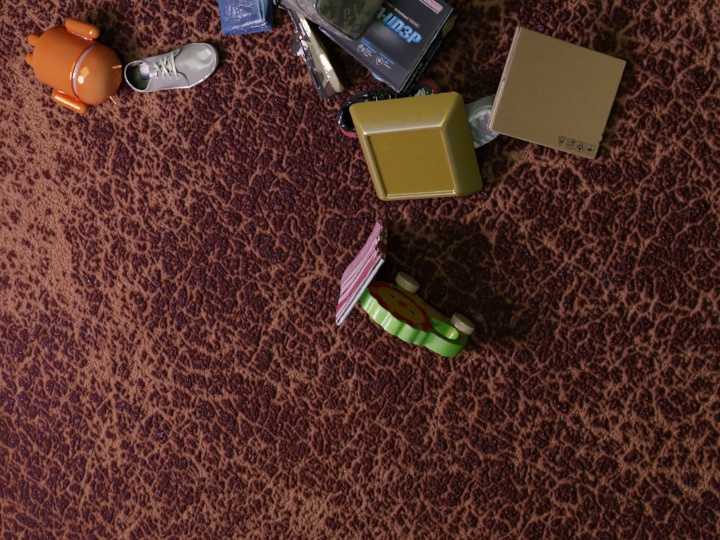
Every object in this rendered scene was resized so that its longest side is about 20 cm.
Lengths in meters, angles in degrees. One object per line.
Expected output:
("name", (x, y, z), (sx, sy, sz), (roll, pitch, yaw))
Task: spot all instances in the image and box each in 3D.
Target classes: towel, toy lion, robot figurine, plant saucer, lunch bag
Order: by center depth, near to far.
("lunch bag", (-0.043, -0.490, 1.350), (0.167, 0.138, 0.203), (39, 104, 42))
("plant saucer", (0.091, -0.191, 1.415), (0.196, 0.049, 0.202), (-2, 133, 21))
("toy lion", (0.091, 0.081, 1.447), (0.198, 0.191, 0.069), (36, 108, 8))
("towel", (0.000, 0.000, 1.461), (0.022, 0.201, 0.145), (31, 107, -8))
("towel", (-0.215, -0.529, 1.510), (0.109, 0.048, 0.205), (-2, 99, 27))
("robot figurine", (-0.538, -0.388, 1.606), (0.197, 0.117, 0.146), (25, 78, 12))

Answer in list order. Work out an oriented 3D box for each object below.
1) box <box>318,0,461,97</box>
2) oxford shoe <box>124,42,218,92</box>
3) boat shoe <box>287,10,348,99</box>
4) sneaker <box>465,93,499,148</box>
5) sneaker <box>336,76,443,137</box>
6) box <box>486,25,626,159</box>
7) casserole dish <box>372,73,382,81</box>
("box", (0.046, -0.411, 1.398), (0.200, 0.046, 0.160), (43, 108, 21))
("oxford shoe", (-0.357, -0.377, 1.582), (0.196, 0.058, 0.077), (-9, 94, 17))
("boat shoe", (-0.093, -0.396, 1.481), (0.064, 0.073, 0.203), (-26, 97, 20))
("sneaker", (0.163, -0.233, 1.443), (0.197, 0.083, 0.075), (-21, 125, 34))
("sneaker", (0.044, -0.280, 1.451), (0.196, 0.098, 0.072), (-15, 93, 18))
("box", (0.315, -0.282, 1.356), (0.196, 0.021, 0.167), (12, 104, -16))
("casserole dish", (0.066, -0.422, 1.436), (0.120, 0.039, 0.203), (27, 103, 24))
